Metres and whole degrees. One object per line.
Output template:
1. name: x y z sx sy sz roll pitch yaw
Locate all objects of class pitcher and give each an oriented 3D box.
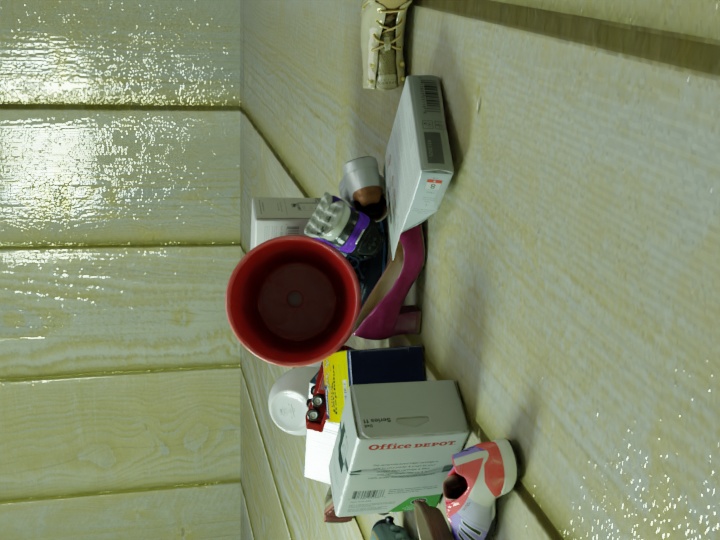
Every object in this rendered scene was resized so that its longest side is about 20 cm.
1. pitcher: -0.090 0.259 1.807 0.200 0.121 0.172 -30 -75 -71

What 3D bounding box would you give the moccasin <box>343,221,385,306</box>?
1. moccasin: 0.000 0.000 1.548 0.080 0.068 0.201 -124 34 -65

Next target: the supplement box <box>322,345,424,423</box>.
1. supplement box: 0.017 0.171 1.421 0.200 0.109 0.110 152 114 -75

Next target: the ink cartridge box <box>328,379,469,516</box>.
1. ink cartridge box: 0.045 0.232 1.242 0.200 0.146 0.083 104 160 -47

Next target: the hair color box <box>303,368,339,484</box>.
1. hair color box: -0.040 0.278 1.673 0.061 0.100 0.201 -48 -33 -58

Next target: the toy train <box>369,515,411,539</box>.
1. toy train: 0.051 0.443 1.406 0.200 0.085 0.114 -141 63 -75

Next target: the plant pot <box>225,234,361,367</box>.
1. plant pot: -0.102 0.047 1.483 0.177 0.200 0.201 141 126 -87

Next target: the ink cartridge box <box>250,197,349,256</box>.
1. ink cartridge box: -0.084 -0.042 1.615 0.083 0.199 0.147 -107 20 -57

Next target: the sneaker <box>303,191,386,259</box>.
1. sneaker: -0.017 -0.055 1.363 0.070 0.099 0.200 -60 15 4

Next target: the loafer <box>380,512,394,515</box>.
1. loafer: 0.038 0.342 1.487 0.073 0.071 0.200 -49 12 -16

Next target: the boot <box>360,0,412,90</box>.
1. boot: 0.038 -0.330 1.327 0.200 0.073 0.156 -149 58 -76

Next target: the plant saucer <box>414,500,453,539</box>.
1. plant saucer: 0.106 0.382 1.181 0.200 0.029 0.201 167 90 -85

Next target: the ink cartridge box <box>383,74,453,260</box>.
1. ink cartridge box: 0.072 -0.131 1.264 0.200 0.050 0.163 101 166 -56

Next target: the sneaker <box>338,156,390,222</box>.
1. sneaker: 0.007 -0.105 1.441 0.200 0.073 0.085 55 -160 -81

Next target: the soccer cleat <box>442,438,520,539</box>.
1. soccer cleat: 0.120 0.257 1.082 0.200 0.073 0.068 102 159 -48

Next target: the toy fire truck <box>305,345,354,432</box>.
1. toy fire truck: -0.016 0.225 1.569 0.049 0.141 0.201 -111 38 -72

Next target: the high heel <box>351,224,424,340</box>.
1. high heel: 0.036 0.000 1.342 0.067 0.096 0.201 -129 39 -68

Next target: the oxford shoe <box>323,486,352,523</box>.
1. oxford shoe: -0.038 0.420 1.778 0.200 0.070 0.075 119 151 -63
